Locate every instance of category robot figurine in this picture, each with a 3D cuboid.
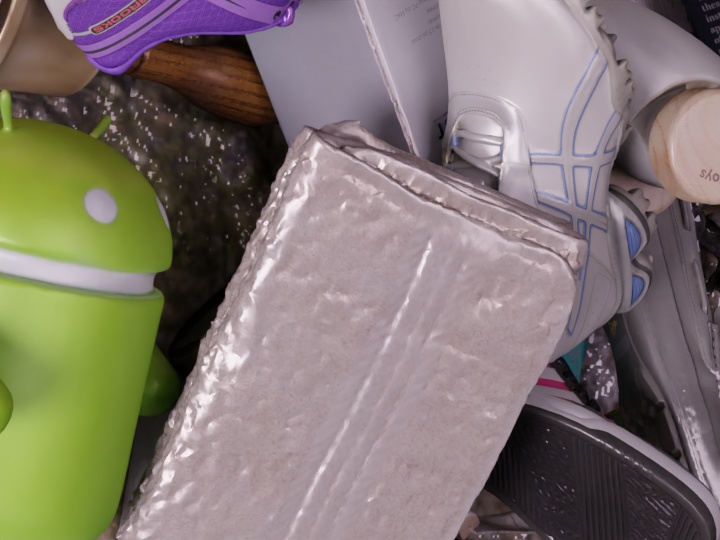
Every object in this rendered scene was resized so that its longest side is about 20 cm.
[{"bbox_3d":[-0.140,0.032,0.715,0.175,0.115,0.202,3,101,-70],"label":"robot figurine"}]

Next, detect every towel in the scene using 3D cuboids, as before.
[{"bbox_3d":[-0.003,0.048,0.737,0.132,0.035,0.201,24,104,-13],"label":"towel"}]

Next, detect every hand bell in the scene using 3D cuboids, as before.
[{"bbox_3d":[-0.096,-0.092,0.778,0.199,0.104,0.105,16,84,-46],"label":"hand bell"}]

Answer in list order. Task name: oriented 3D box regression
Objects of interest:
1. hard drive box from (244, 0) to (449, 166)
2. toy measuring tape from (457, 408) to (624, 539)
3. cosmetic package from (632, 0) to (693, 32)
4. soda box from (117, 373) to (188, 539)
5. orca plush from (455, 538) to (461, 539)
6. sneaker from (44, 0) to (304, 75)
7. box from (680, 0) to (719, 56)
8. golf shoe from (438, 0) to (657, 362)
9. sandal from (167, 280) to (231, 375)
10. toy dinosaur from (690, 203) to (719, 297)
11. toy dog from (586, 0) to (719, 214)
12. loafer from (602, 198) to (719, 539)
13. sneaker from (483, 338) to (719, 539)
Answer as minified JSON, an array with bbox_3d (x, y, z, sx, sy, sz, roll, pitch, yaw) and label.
[{"bbox_3d":[0.014,-0.154,0.815,0.156,0.076,0.201,-35,111,-42],"label":"hard drive box"},{"bbox_3d":[0.113,0.101,0.905,0.199,0.073,0.074,11,87,-48],"label":"toy measuring tape"},{"bbox_3d":[0.102,-0.202,0.906,0.082,0.051,0.201,-25,106,-27],"label":"cosmetic package"},{"bbox_3d":[-0.071,0.149,0.803,0.063,0.068,0.202,11,86,-31],"label":"soda box"},{"bbox_3d":[0.042,0.136,0.877,0.199,0.105,0.072,5,59,-30],"label":"orca plush"},{"bbox_3d":[-0.029,-0.139,0.704,0.199,0.081,0.084,-24,133,-10],"label":"sneaker"},{"bbox_3d":[0.245,-0.122,0.934,0.201,0.106,0.149,65,28,-17],"label":"box"},{"bbox_3d":[0.065,-0.040,0.754,0.097,0.078,0.201,-44,129,-28],"label":"golf shoe"},{"bbox_3d":[0.000,0.000,0.828,0.200,0.082,0.055,-33,94,-40],"label":"sandal"},{"bbox_3d":[0.182,-0.034,0.974,0.199,0.047,0.089,14,78,-36],"label":"toy dinosaur"},{"bbox_3d":[0.124,-0.116,0.797,0.096,0.132,0.201,-36,124,-18],"label":"toy dog"},{"bbox_3d":[0.157,0.038,0.881,0.069,0.070,0.201,-12,76,-13],"label":"loafer"},{"bbox_3d":[0.091,0.062,0.851,0.121,0.199,0.084,-40,147,-46],"label":"sneaker"}]
